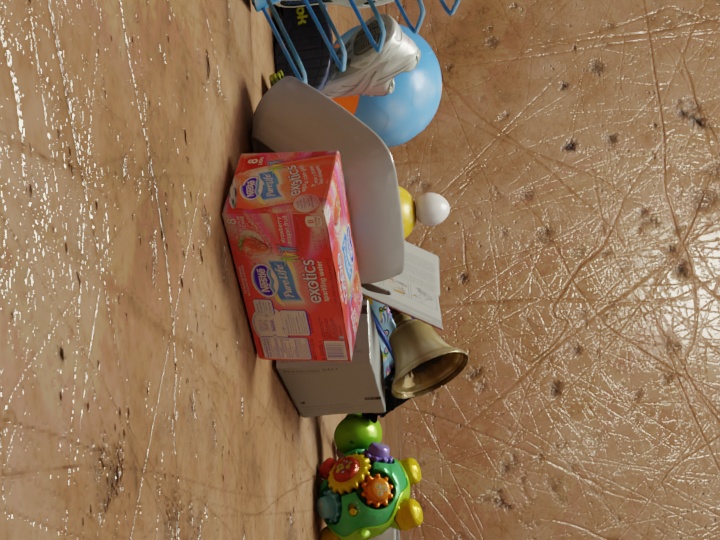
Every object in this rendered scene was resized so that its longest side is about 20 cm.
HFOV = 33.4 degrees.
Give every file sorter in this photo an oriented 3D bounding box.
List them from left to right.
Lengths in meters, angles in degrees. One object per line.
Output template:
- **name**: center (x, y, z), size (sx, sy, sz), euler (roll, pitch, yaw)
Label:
- **file sorter**: center (-0.004, -0.295, 1.276), size (0.123, 0.199, 0.139), euler (62, -2, 0)

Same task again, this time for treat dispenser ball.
- **treat dispenser ball**: center (0.032, -0.299, 1.935), size (0.201, 0.199, 0.202), euler (-4, 90, -85)

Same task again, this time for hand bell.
- **hand bell**: center (0.045, 0.048, 1.498), size (0.104, 0.104, 0.201), euler (75, -11, -64)

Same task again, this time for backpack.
- **backpack**: center (0.008, 0.073, 1.612), size (0.183, 0.134, 0.200), euler (55, -8, 41)

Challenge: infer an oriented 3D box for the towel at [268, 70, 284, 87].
- **towel**: center (-0.052, -0.134, 1.400), size (0.201, 0.018, 0.086), euler (61, -5, 12)

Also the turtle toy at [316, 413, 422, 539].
- **turtle toy**: center (0.001, 0.278, 1.608), size (0.101, 0.145, 0.201), euler (58, 19, -32)

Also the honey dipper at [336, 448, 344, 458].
- **honey dipper**: center (-0.001, 0.227, 1.748), size (0.200, 0.038, 0.038), euler (110, -18, -57)

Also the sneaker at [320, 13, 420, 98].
- **sneaker**: center (-0.005, -0.248, 1.549), size (0.099, 0.199, 0.078), euler (31, 54, -38)

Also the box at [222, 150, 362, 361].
- **box**: center (-0.063, -0.011, 1.181), size (0.095, 0.102, 0.201), euler (-79, 165, -46)

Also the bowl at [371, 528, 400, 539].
- **bowl**: center (0.030, 0.517, 1.895), size (0.200, 0.074, 0.201), euler (80, 7, -49)

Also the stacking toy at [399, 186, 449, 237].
- **stacking toy**: center (0.032, -0.080, 1.766), size (0.146, 0.199, 0.147), euler (-4, 90, -85)

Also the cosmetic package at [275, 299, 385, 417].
- **cosmetic package**: center (-0.032, 0.106, 1.411), size (0.200, 0.112, 0.082), euler (70, 17, -67)

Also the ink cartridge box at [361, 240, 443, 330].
- **ink cartridge box**: center (0.000, 0.000, 1.417), size (0.045, 0.199, 0.177), euler (-59, -167, 28)

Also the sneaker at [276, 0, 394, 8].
- **sneaker**: center (-0.028, -0.385, 1.465), size (0.073, 0.199, 0.113), euler (-19, -98, 52)

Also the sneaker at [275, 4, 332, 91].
- **sneaker**: center (-0.070, -0.309, 1.523), size (0.082, 0.073, 0.201), euler (69, 18, -79)

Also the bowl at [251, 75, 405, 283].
- **bowl**: center (-0.045, -0.087, 1.273), size (0.200, 0.074, 0.200), euler (40, -29, 37)
